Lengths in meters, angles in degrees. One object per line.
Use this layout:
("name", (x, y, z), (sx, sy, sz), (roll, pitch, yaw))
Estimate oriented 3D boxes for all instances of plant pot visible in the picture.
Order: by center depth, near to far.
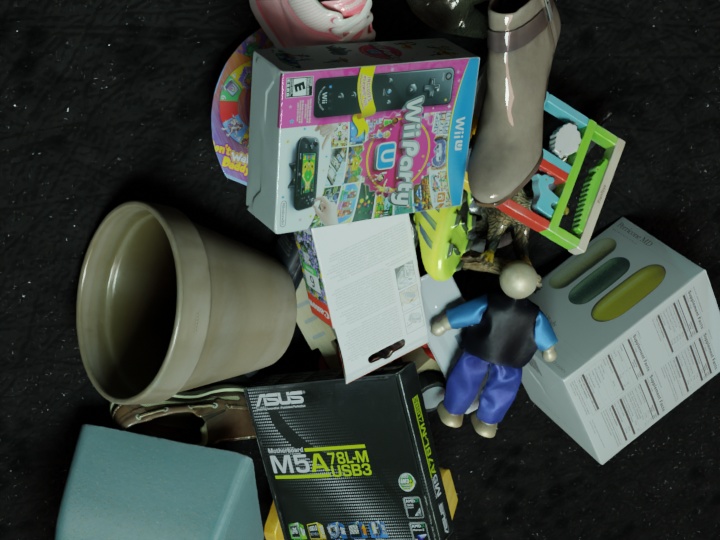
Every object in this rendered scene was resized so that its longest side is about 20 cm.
("plant pot", (-0.165, 0.036, 1.285), (0.173, 0.200, 0.201), (5, 123, -39))
("plant pot", (-0.228, 0.315, 1.370), (0.195, 0.201, 0.196), (9, 141, 8))

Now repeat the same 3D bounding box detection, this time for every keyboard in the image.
("keyboard", (0.104, 0.078, 1.371), (0.056, 0.011, 0.201), (-30, 126, -2))

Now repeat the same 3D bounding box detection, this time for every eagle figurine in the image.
("eagle figurine", (0.173, -0.089, 1.347), (0.152, 0.150, 0.201), (15, 87, -69))

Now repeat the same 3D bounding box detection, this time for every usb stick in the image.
("usb stick", (-0.094, 0.024, 1.364), (0.032, 0.056, 0.201), (9, 119, -34))

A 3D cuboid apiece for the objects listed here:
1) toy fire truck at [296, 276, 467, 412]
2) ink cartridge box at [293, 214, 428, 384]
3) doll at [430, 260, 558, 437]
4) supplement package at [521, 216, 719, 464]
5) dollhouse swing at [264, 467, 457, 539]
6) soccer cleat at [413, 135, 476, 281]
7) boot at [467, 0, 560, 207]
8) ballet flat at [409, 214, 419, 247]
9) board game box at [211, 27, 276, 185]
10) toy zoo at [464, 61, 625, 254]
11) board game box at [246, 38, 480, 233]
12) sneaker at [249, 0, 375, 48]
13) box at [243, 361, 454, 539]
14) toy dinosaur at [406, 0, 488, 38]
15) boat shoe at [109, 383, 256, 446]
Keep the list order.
("toy fire truck", (0.018, 0.065, 1.404), (0.176, 0.129, 0.200), (-42, 135, 13))
("ink cartridge box", (0.000, 0.000, 1.259), (0.109, 0.050, 0.201), (-24, 121, -23))
("doll", (0.138, 0.079, 1.339), (0.136, 0.049, 0.201), (17, 118, -3))
("supplement package", (0.285, 0.076, 1.437), (0.200, 0.152, 0.151), (-36, 127, -8))
("dollhouse swing", (-0.018, 0.260, 1.429), (0.199, 0.183, 0.176), (10, 160, 26))
("soccer cleat", (0.070, -0.085, 1.273), (0.083, 0.202, 0.065), (-3, 163, 19))
("boot", (0.135, -0.176, 1.156), (0.070, 0.201, 0.147), (7, 138, 18))
("ballet flat", (-0.011, -0.069, 1.319), (0.200, 0.072, 0.072), (32, 110, -32))
("board game box", (-0.046, -0.142, 1.230), (0.199, 0.039, 0.159), (22, 86, -27))
("toy zoo", (0.160, -0.120, 1.254), (0.199, 0.020, 0.132), (28, 72, -17))
("board game box", (0.002, -0.124, 1.136), (0.199, 0.064, 0.148), (-10, 119, -30))
("sneaker", (-0.013, -0.203, 1.163), (0.201, 0.104, 0.075), (52, 58, -13))
("box", (-0.013, 0.201, 1.359), (0.199, 0.047, 0.194), (-7, 104, 30))
("toy dinosaur", (0.078, -0.277, 1.212), (0.102, 0.077, 0.200), (-31, 133, 20))
("boat shoe", (-0.181, 0.175, 1.430), (0.201, 0.075, 0.075), (4, 123, -20))
